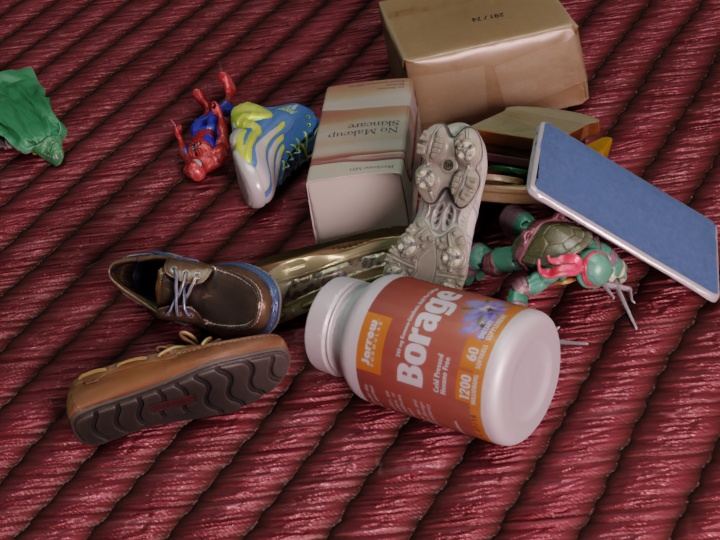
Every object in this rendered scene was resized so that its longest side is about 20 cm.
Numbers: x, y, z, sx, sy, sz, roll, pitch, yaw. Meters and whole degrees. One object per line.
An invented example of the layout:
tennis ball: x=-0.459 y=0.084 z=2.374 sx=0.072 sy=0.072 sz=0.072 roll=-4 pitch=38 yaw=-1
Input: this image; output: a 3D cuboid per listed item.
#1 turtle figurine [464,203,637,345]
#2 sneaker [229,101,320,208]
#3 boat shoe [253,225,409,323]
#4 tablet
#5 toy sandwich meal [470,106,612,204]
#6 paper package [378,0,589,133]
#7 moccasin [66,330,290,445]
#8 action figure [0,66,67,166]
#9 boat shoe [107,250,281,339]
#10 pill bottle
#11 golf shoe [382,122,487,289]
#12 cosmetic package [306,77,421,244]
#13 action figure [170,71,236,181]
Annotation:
turtle figurine: x=0.173 y=-0.002 z=1.268 sx=0.149 sy=0.101 sz=0.200 roll=-17 pitch=24 yaw=-26
sneaker: x=-0.087 y=-0.138 z=1.558 sx=0.104 sy=0.076 sz=0.200 roll=-12 pitch=33 yaw=-1
boat shoe: x=0.000 y=0.000 z=1.357 sx=0.198 sy=0.063 sz=0.073 roll=-12 pitch=8 yaw=-5
tablet: x=0.239 y=-0.054 z=1.290 sx=0.199 sy=0.014 sz=0.130 roll=30 pitch=35 yaw=-8
toy sandwich meal: x=0.159 y=-0.116 z=1.409 sx=0.203 sy=0.071 sz=0.205 roll=1 pitch=13 yaw=0
paper package: x=0.136 y=-0.249 z=1.627 sx=0.198 sy=0.104 sz=0.191 roll=-13 pitch=33 yaw=-1
moccasin: x=-0.160 y=0.094 z=1.256 sx=0.200 sy=0.074 sz=0.078 roll=-20 pitch=43 yaw=5
action figure: x=-0.412 y=-0.182 z=1.739 sx=0.118 sy=0.055 sz=0.200 roll=-27 pitch=44 yaw=-23
boat shoe: x=-0.160 y=0.024 z=1.333 sx=0.199 sy=0.073 sz=0.072 roll=8 pitch=3 yaw=41
pill bottle: x=0.056 y=0.067 z=1.187 sx=0.199 sy=0.113 sz=0.112 roll=14 pitch=42 yaw=33
golf shoe: x=0.077 y=-0.033 z=1.296 sx=0.078 sy=0.201 sz=0.097 roll=20 pitch=10 yaw=17
cosmetic package: x=0.007 y=-0.113 z=1.482 sx=0.102 sy=0.088 sz=0.201 roll=-5 pitch=35 yaw=8
action figure: x=-0.178 y=-0.160 z=1.636 sx=0.065 sy=0.052 sz=0.201 roll=-26 pitch=33 yaw=17
